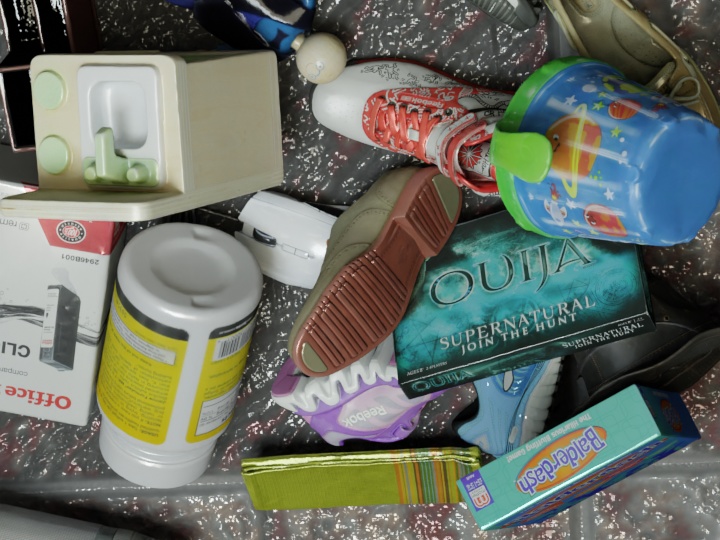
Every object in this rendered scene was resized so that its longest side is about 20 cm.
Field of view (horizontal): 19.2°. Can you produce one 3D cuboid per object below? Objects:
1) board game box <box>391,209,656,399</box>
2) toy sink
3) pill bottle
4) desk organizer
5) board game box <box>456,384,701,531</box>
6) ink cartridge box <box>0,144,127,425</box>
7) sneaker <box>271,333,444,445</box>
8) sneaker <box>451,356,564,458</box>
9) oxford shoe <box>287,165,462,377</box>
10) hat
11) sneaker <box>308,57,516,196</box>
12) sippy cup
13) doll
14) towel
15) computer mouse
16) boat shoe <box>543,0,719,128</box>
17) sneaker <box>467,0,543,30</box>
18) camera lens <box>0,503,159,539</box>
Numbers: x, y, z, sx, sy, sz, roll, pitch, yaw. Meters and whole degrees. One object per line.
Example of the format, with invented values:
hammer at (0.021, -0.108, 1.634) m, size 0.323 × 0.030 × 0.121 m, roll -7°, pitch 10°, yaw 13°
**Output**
board game box at (0.119, 0.012, 1.633) m, size 0.199 × 0.136 × 0.028 m, roll -17°, pitch 141°, yaw 15°
toy sink at (-0.162, -0.107, 1.567) m, size 0.130 × 0.200 × 0.113 m, roll 2°, pitch 101°, yaw 29°
pill bottle at (-0.148, 0.071, 1.693) m, size 0.114 × 0.115 × 0.201 m, roll 15°, pitch 129°, yaw -1°
desk organizer at (-0.246, -0.198, 1.633) m, size 0.071 × 0.077 × 0.201 m, roll -6°, pitch 111°, yaw 7°
board game box at (0.170, 0.143, 1.618) m, size 0.152 × 0.200 × 0.045 m, roll -30°, pitch 77°, yaw 14°
ink cartridge box at (-0.270, 0.011, 1.714) m, size 0.143 × 0.084 × 0.201 m, roll 10°, pitch 113°, yaw 0°
sneaker at (0.029, 0.093, 1.716) m, size 0.199 × 0.081 × 0.089 m, roll -16°, pitch 120°, yaw 31°
sneaker at (0.120, 0.062, 1.706) m, size 0.089 × 0.078 × 0.201 m, roll 15°, pitch 110°, yaw 6°
oxford shoe at (0.000, 0.000, 1.645) m, size 0.074 × 0.200 × 0.071 m, roll 12°, pitch 143°, yaw 45°
hat at (0.220, 0.054, 1.660) m, size 0.200 × 0.200 × 0.081 m, roll -32°, pitch 76°, yaw 16°
sneaker at (0.056, -0.109, 1.624) m, size 0.200 × 0.108 × 0.068 m, roll 10°, pitch 112°, yaw 1°
sippy cup at (0.188, -0.078, 1.537) m, size 0.178 × 0.130 × 0.140 m, roll -37°, pitch 124°, yaw -24°
doll at (-0.098, -0.206, 1.632) m, size 0.199 × 0.049 × 0.137 m, roll 31°, pitch 122°, yaw -7°
towel at (0.004, 0.177, 1.770) m, size 0.199 × 0.018 × 0.086 m, roll -3°, pitch 145°, yaw 7°
computer mouse at (-0.062, -0.027, 1.703) m, size 0.199 × 0.044 × 0.110 m, roll 13°, pitch 111°, yaw 0°
boat shoe at (0.204, -0.160, 1.615) m, size 0.073 × 0.063 × 0.201 m, roll -32°, pitch 105°, yaw 16°
sneaker at (0.044, -0.235, 1.601) m, size 0.200 × 0.067 × 0.091 m, roll 39°, pitch 113°, yaw -6°
camera lens at (-0.255, 0.286, 1.782) m, size 0.199 × 0.160 × 0.161 m, roll 12°, pitch 112°, yaw 0°
